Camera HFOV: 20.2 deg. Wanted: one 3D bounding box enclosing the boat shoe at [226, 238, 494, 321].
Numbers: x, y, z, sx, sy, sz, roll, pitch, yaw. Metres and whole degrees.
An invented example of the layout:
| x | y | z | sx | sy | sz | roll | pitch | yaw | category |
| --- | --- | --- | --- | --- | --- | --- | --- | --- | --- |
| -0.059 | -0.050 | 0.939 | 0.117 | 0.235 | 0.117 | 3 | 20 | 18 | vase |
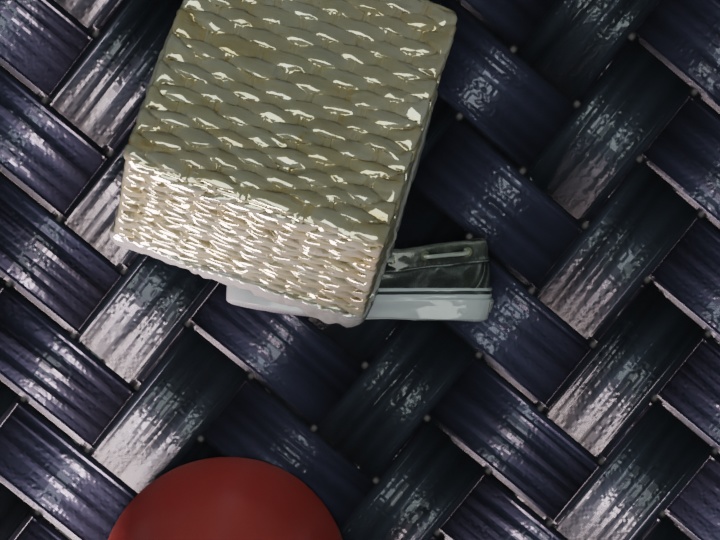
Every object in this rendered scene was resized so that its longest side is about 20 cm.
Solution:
| x | y | z | sx | sy | sz | roll | pitch | yaw | category |
| --- | --- | --- | --- | --- | --- | --- | --- | --- | --- |
| 0.000 | 0.000 | 1.490 | 0.198 | 0.072 | 0.072 | 1 | 90 | -9 | boat shoe |

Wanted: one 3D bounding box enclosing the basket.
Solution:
| x | y | z | sx | sy | sz | roll | pitch | yaw | category |
| --- | --- | --- | --- | --- | --- | --- | --- | --- | --- |
| -0.051 | -0.097 | 1.392 | 0.198 | 0.161 | 0.200 | 19 | 71 | -3 | basket |

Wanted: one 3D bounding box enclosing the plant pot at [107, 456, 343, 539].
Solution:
| x | y | z | sx | sy | sz | roll | pitch | yaw | category |
| --- | --- | --- | --- | --- | --- | --- | --- | --- | --- |
| -0.106 | 0.252 | 1.468 | 0.198 | 0.177 | 0.203 | 0 | 98 | 2 | plant pot |
